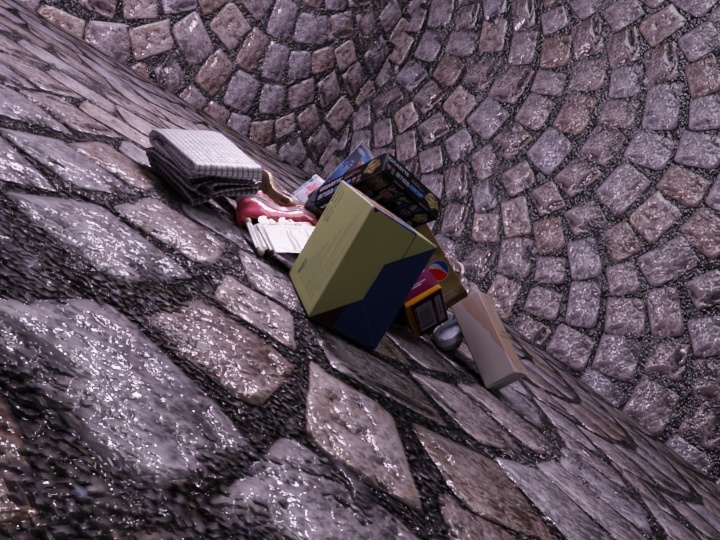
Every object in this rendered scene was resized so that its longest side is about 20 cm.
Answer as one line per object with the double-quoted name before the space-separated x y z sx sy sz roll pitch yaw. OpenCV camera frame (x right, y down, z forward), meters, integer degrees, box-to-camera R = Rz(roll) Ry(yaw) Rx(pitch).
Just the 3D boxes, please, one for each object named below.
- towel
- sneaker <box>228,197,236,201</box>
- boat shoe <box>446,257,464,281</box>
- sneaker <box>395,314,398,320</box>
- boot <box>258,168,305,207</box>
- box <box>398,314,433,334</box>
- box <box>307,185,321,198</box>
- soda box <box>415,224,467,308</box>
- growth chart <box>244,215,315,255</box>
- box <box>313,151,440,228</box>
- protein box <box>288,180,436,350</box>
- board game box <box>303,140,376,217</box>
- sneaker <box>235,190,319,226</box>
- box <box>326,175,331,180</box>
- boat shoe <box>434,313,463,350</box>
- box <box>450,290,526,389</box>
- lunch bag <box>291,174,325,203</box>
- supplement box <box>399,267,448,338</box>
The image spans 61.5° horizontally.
"towel" -0.305 -0.205 1.188 0.163 0.087 0.199 -8 37 -46
"sneaker" -0.290 -0.180 1.325 0.074 0.073 0.198 -4 15 -32
"boat shoe" 0.193 -0.004 1.474 0.058 0.073 0.200 26 5 -14
"sneaker" 0.006 0.047 1.194 0.198 0.066 0.079 30 14 -41
"boot" -0.172 -0.144 1.402 0.199 0.073 0.166 39 -3 36
"box" 0.102 0.041 1.463 0.147 0.108 0.199 26 11 -48
"box" -0.005 -0.128 1.395 0.203 0.158 0.046 57 -25 -4
"soda box" 0.159 -0.018 1.332 0.203 0.063 0.068 62 6 17
"growth chart" -0.122 -0.062 1.168 0.194 0.018 0.146 4 31 -18
"box" 0.030 -0.128 1.154 0.158 0.047 0.197 35 -36 -31
"protein box" -0.005 -0.015 1.030 0.133 0.201 0.200 28 9 -24
"board game box" -0.017 -0.146 1.316 0.202 0.198 0.062 55 -24 5
"sneaker" -0.170 -0.092 1.254 0.195 0.074 0.088 19 48 -17
"box" -0.031 -0.145 1.799 0.198 0.166 0.166 26 11 -44
"boat shoe" 0.224 0.155 1.446 0.200 0.070 0.064 -35 113 -69
"box" 0.285 0.157 1.357 0.094 0.077 0.204 20 43 -57
"lunch bag" -0.076 -0.109 1.535 0.168 0.127 0.202 35 -23 31
"supplement box" 0.098 0.025 1.283 0.202 0.084 0.112 58 -8 42
